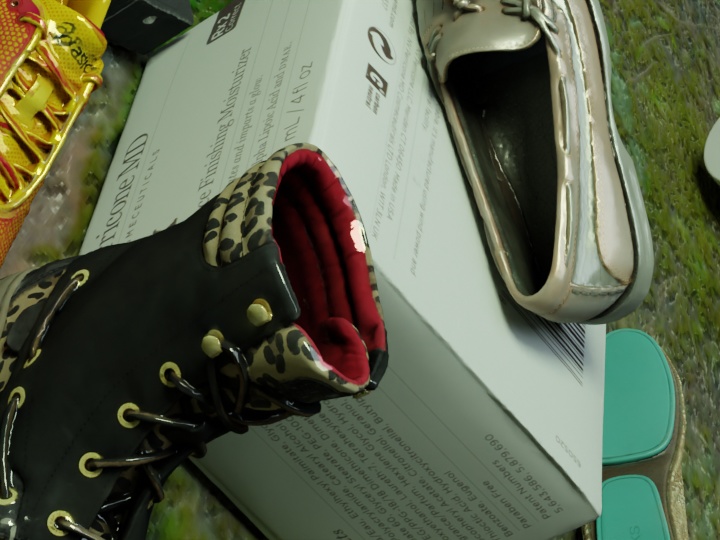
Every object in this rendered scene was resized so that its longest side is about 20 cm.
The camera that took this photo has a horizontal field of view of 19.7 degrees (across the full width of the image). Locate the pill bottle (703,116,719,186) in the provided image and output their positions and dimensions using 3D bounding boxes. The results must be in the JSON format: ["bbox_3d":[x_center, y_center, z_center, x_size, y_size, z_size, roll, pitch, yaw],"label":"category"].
[{"bbox_3d":[0.341,-0.045,1.549,0.200,0.111,0.112,40,34,-37],"label":"pill bottle"}]

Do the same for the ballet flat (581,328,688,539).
[{"bbox_3d":[0.145,0.122,1.122,0.201,0.070,0.066,-82,164,-45],"label":"ballet flat"}]

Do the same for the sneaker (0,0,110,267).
[{"bbox_3d":[-0.135,-0.061,0.750,0.073,0.077,0.201,41,44,-38],"label":"sneaker"}]

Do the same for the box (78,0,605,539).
[{"bbox_3d":[0.000,0.000,0.878,0.200,0.130,0.199,47,30,-27],"label":"box"}]

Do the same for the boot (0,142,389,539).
[{"bbox_3d":[-0.067,0.057,0.686,0.073,0.150,0.201,41,34,-36],"label":"boot"}]

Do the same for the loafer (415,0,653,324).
[{"bbox_3d":[0.063,-0.074,0.844,0.063,0.072,0.201,-1,69,-52],"label":"loafer"}]

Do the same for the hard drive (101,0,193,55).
[{"bbox_3d":[-0.156,-0.184,0.872,0.200,0.038,0.140,22,48,-54],"label":"hard drive"}]
